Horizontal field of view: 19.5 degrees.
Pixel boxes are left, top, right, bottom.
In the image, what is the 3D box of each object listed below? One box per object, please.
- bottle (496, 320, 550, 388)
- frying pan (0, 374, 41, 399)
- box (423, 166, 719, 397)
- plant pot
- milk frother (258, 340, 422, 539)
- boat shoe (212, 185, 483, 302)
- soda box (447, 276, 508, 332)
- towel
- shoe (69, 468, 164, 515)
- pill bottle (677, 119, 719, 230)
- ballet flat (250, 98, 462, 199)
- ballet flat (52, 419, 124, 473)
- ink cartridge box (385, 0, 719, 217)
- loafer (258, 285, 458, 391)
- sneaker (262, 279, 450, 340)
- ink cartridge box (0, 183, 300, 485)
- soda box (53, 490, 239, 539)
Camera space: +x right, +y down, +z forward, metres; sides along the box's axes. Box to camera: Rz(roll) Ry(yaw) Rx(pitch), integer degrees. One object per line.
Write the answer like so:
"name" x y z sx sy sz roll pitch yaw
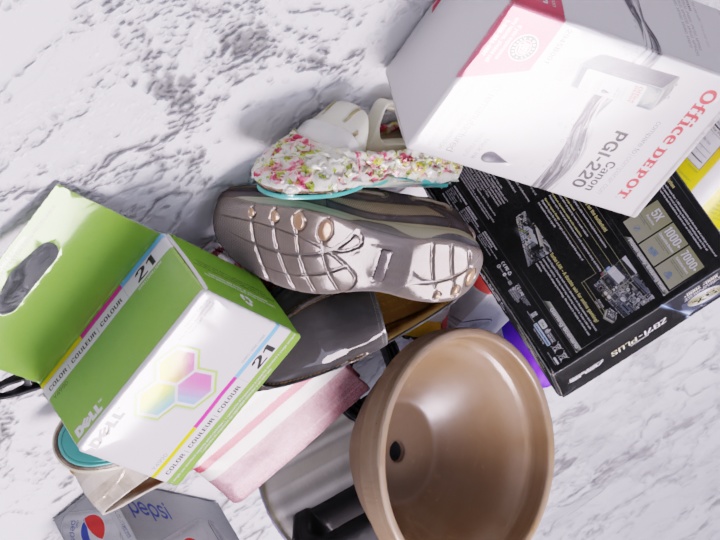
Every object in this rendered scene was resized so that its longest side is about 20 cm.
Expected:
"bottle" 0.150 0.059 1.795 0.065 0.084 0.200 -27 -176 -25
"frying pan" -0.168 0.046 1.509 0.189 0.031 0.115 -2 120 -25
"box" 0.162 -0.035 1.580 0.164 0.200 0.086 -33 162 0
"plant pot" 0.056 0.147 1.670 0.200 0.202 0.093 -7 -177 -44
"milk frother" -0.015 0.141 1.806 0.188 0.200 0.181 -30 -171 22
"boat shoe" -0.011 -0.028 1.512 0.199 0.073 0.075 13 125 -16
"soda box" 0.121 -0.016 1.717 0.068 0.064 0.200 3 137 -52
"towel" -0.103 0.079 1.586 0.144 0.023 0.200 -41 127 5
"shoe" -0.143 0.148 1.735 0.200 0.053 0.070 -19 152 -27
"pill bottle" 0.305 -0.109 1.730 0.109 0.109 0.200 -7 145 -44
"ballet flat" 0.000 -0.090 1.475 0.200 0.076 0.064 -8 115 -50
"ballet flat" -0.149 0.098 1.635 0.200 0.070 0.070 -30 155 -9
"ink cartridge box" 0.141 -0.132 1.439 0.200 0.085 0.146 14 133 -28
"loafer" -0.007 0.031 1.535 0.200 0.072 0.073 -33 117 -31
"sneaker" 0.000 0.000 1.633 0.200 0.078 0.082 7 107 -48
"ink cartridge box" -0.164 0.048 1.422 0.148 0.076 0.200 -51 138 12
"soda box" -0.180 0.238 1.840 0.063 0.068 0.200 -39 154 13
